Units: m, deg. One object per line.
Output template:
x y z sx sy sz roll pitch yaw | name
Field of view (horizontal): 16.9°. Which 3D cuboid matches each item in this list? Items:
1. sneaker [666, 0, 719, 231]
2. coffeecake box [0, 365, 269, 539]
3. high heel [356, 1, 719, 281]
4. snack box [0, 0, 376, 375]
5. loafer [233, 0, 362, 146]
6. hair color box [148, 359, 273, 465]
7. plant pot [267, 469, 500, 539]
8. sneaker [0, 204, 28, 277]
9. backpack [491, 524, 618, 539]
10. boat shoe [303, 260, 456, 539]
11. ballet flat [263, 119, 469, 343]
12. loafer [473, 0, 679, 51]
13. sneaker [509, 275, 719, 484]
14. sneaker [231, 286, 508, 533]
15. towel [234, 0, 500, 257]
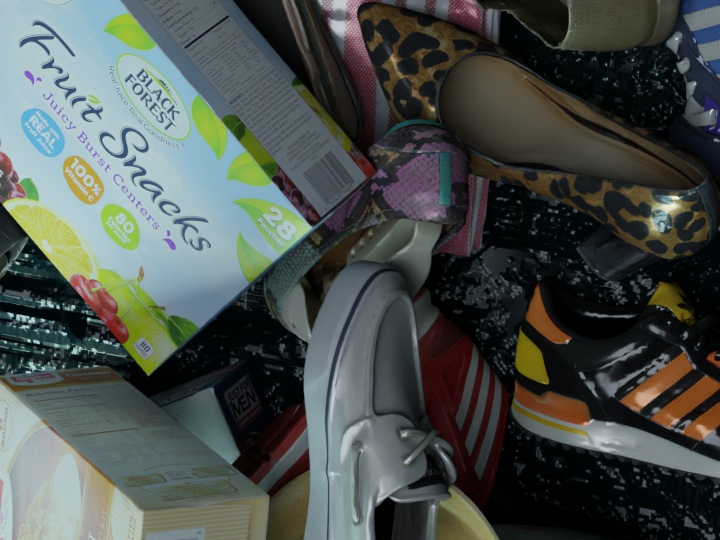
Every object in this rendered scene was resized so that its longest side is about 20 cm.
0.168 -0.092 1.205 0.199 0.081 0.147 37 109 0 | sneaker
-0.127 0.155 1.252 0.200 0.073 0.155 30 119 56 | coffeecake box
0.089 -0.079 1.181 0.200 0.143 0.072 42 72 -5 | high heel
-0.114 -0.072 1.208 0.200 0.068 0.168 49 135 -2 | snack box
-0.059 -0.134 1.213 0.072 0.063 0.201 -28 105 12 | loafer
-0.073 0.163 1.369 0.099 0.061 0.201 -21 97 22 | hair color box
0.006 0.193 1.202 0.199 0.027 0.202 -9 75 36 | plant pot
-0.287 0.006 1.391 0.200 0.075 0.106 -41 87 23 | sneaker
0.076 0.211 1.273 0.198 0.176 0.155 -5 86 21 | backpack
0.012 0.097 1.155 0.065 0.072 0.202 4 85 37 | boat shoe
0.000 0.000 1.236 0.069 0.072 0.200 11 148 -21 | ballet flat
0.071 -0.172 1.189 0.200 0.067 0.077 39 134 35 | loafer
0.174 0.053 1.249 0.198 0.070 0.091 8 110 19 | sneaker
0.003 0.116 1.291 0.115 0.078 0.200 43 88 -8 | sneaker
-0.028 -0.084 1.278 0.198 0.030 0.148 4 108 1 | towel
